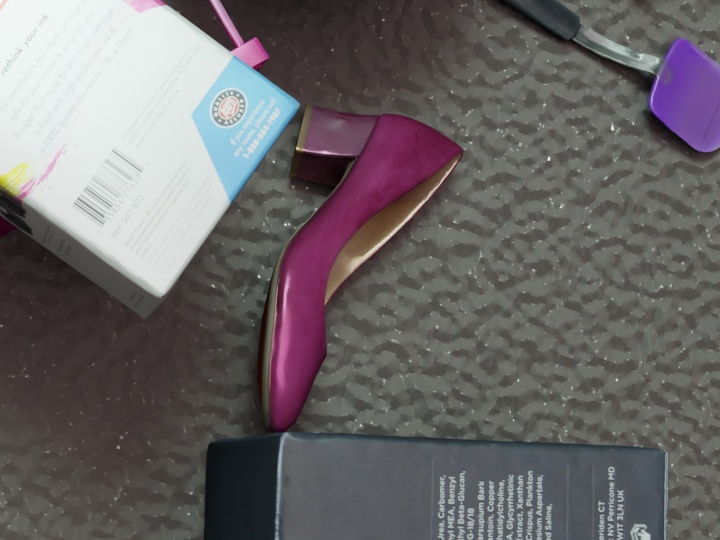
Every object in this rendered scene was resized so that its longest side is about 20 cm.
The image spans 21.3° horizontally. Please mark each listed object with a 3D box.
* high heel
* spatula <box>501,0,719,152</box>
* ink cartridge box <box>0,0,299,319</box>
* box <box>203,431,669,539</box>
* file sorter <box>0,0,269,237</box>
[{"bbox_3d":[0.000,0.000,1.045,0.096,0.067,0.201,12,68,-4],"label":"high heel"},{"bbox_3d":[0.143,-0.136,1.137,0.199,0.021,0.057,29,72,-10],"label":"spatula"},{"bbox_3d":[-0.144,-0.085,0.886,0.200,0.068,0.115,36,74,-5],"label":"ink cartridge box"},{"bbox_3d":[0.031,0.146,0.988,0.199,0.197,0.118,3,83,-15],"label":"box"},{"bbox_3d":[-0.175,-0.100,0.987,0.200,0.139,0.126,-32,92,-16],"label":"file sorter"}]
